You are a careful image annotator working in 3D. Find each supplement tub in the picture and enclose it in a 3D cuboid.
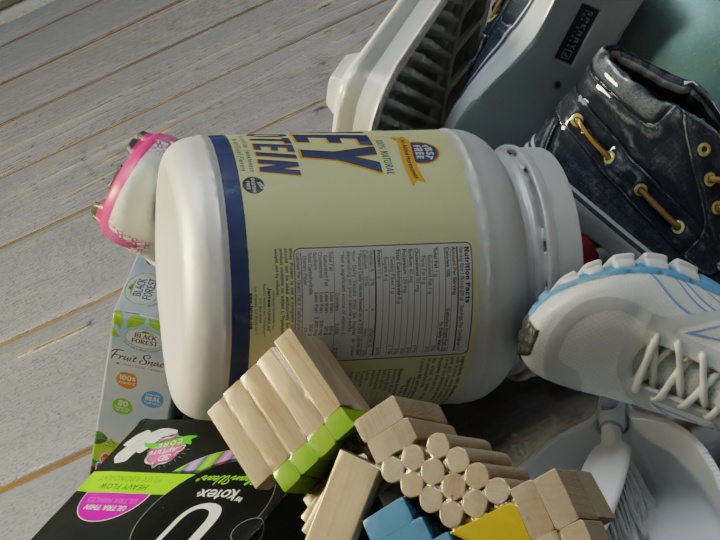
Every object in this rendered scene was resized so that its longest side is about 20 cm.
[{"bbox_3d":[0.000,0.000,0.783,0.200,0.145,0.145,-3,20,-14],"label":"supplement tub"}]

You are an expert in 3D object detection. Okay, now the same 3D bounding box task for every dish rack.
[{"bbox_3d":[0.024,-0.109,0.921,0.044,0.172,0.200,23,51,10],"label":"dish rack"}]

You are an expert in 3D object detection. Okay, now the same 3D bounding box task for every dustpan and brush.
[{"bbox_3d":[0.127,0.099,0.768,0.140,0.057,0.200,-13,25,27],"label":"dustpan and brush"}]

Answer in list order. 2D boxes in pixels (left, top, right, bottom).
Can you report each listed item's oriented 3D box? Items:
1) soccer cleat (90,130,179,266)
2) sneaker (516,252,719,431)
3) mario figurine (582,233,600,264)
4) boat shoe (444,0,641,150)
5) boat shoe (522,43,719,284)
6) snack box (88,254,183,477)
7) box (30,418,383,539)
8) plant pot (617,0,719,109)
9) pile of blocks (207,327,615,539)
[{"bbox_3d":[-0.100,-0.030,0.898,0.070,0.086,0.200,-60,-2,-4],"label":"soccer cleat"},{"bbox_3d":[0.175,0.047,0.734,0.200,0.075,0.087,5,33,-16],"label":"sneaker"},{"bbox_3d":[0.109,0.013,0.980,0.106,0.124,0.200,15,10,-13],"label":"mario figurine"},{"bbox_3d":[0.102,-0.135,0.887,0.200,0.071,0.091,-58,26,19],"label":"boat shoe"},{"bbox_3d":[0.185,-0.034,0.812,0.091,0.200,0.071,-58,-7,31],"label":"boat shoe"},{"bbox_3d":[-0.137,0.044,1.044,0.053,0.142,0.200,11,28,-2],"label":"snack box"},{"bbox_3d":[-0.089,0.180,0.736,0.148,0.124,0.200,-5,32,39],"label":"box"},{"bbox_3d":[0.215,-0.078,0.923,0.200,0.200,0.134,-10,53,31],"label":"plant pot"},{"bbox_3d":[0.027,0.097,0.669,0.200,0.062,0.082,26,93,30],"label":"pile of blocks"}]
